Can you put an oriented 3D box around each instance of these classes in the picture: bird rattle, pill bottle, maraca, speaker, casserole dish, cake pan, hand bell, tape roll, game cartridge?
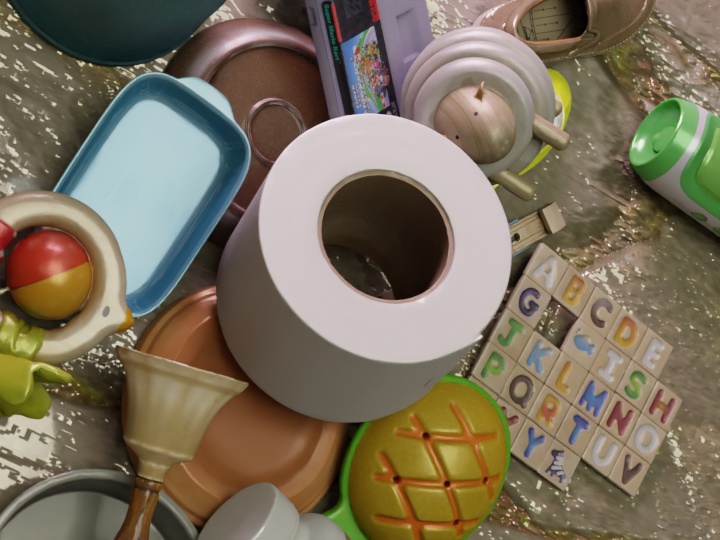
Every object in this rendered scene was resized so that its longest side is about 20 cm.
[{"bbox_3d":[-0.256,0.007,1.600,0.162,0.113,0.202,-20,81,-18],"label":"bird rattle"},{"bbox_3d":[-0.034,0.258,1.664,0.200,0.111,0.111,49,63,-23],"label":"pill bottle"},{"bbox_3d":[0.040,0.177,1.738,0.137,0.107,0.201,35,87,-17],"label":"maraca"},{"bbox_3d":[0.338,-0.072,1.948,0.199,0.088,0.089,33,68,-21],"label":"speaker"},{"bbox_3d":[-0.170,-0.058,1.672,0.121,0.039,0.201,35,79,-14],"label":"casserole dish"},{"bbox_3d":[-0.205,0.251,1.625,0.199,0.037,0.203,5,80,-29],"label":"cake pan"},{"bbox_3d":[-0.158,0.166,1.609,0.103,0.104,0.202,17,86,-26],"label":"hand bell"},{"bbox_3d":[0.000,0.000,1.656,0.201,0.139,0.205,7,66,-16],"label":"tape roll"},{"bbox_3d":[0.015,-0.181,1.762,0.129,0.038,0.202,-37,122,-48],"label":"game cartridge"}]

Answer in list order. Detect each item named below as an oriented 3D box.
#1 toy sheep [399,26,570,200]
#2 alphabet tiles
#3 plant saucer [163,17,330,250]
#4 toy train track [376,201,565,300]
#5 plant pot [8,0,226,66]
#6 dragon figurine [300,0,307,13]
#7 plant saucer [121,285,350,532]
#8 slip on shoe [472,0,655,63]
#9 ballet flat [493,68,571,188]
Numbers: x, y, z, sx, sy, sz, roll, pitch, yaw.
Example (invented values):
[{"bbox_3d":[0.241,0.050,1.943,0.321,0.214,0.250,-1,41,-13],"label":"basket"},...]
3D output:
[{"bbox_3d":[0.096,-0.131,1.736,0.136,0.200,0.139,0,107,-1],"label":"toy sheep"},{"bbox_3d":[0.189,0.102,1.873,0.199,0.008,0.168,37,72,-22],"label":"alphabet tiles"},{"bbox_3d":[-0.073,-0.109,1.757,0.198,0.032,0.202,4,82,-28],"label":"plant saucer"},{"bbox_3d":[0.101,-0.010,1.837,0.199,0.032,0.116,-28,96,-30],"label":"toy train track"},{"bbox_3d":[-0.159,-0.275,1.644,0.198,0.188,0.202,5,79,-28],"label":"plant pot"},{"bbox_3d":[-0.022,-0.268,1.792,0.199,0.059,0.100,38,67,-18],"label":"dragon figurine"},{"bbox_3d":[-0.091,0.110,1.711,0.198,0.037,0.202,4,81,-28],"label":"plant saucer"},{"bbox_3d":[0.190,-0.226,1.902,0.199,0.060,0.077,-16,90,-30],"label":"slip on shoe"},{"bbox_3d":[0.129,-0.110,1.844,0.200,0.067,0.067,-40,103,-30],"label":"ballet flat"}]
